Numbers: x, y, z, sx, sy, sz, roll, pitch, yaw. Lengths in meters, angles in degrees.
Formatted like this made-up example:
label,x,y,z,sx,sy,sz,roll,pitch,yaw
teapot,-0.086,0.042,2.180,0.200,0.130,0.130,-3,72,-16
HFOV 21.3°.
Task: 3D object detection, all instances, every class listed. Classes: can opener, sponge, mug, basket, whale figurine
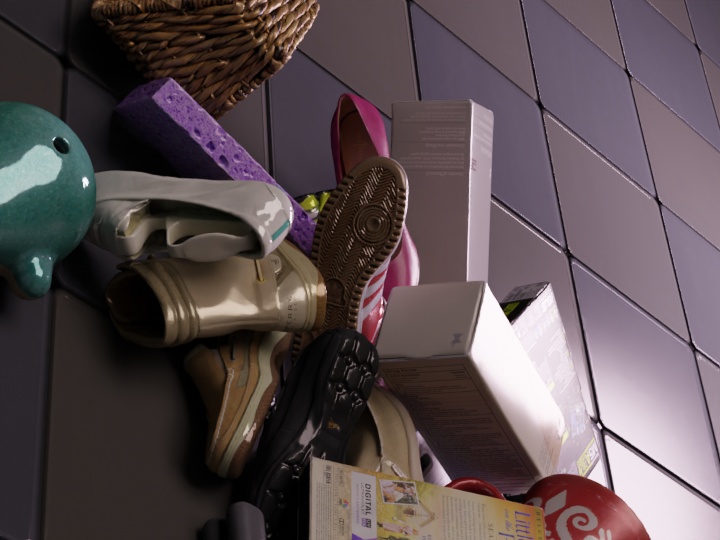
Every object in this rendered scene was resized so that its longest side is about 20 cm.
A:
label,x,y,z,sx,sy,sz,roll,pitch,yaw
can opener,-0.096,0.253,1.372,0.067,0.053,0.201,32,36,-38
sponge,-0.117,-0.082,1.637,0.200,0.111,0.030,46,72,-18
mug,0.118,0.270,1.561,0.200,0.176,0.135,-38,130,-43
basket,-0.132,-0.241,1.702,0.149,0.142,0.200,49,18,-14
whale figurine,-0.265,-0.054,1.375,0.160,0.103,0.200,56,29,-1

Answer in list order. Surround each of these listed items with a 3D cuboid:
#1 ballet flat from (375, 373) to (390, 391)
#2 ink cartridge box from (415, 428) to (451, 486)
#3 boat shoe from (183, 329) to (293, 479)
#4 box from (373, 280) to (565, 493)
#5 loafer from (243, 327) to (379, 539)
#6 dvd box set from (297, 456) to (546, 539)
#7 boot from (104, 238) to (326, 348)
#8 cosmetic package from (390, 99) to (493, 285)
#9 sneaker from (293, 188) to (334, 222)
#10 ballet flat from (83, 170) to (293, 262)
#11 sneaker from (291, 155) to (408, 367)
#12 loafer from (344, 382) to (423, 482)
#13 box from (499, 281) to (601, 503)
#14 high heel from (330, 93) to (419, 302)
label,x,y,z,sx,sy,sz,roll,pitch,yaw
ballet flat,0.013,0.099,1.697,0.071,0.069,0.200,36,29,4
ink cartridge box,0.079,0.241,1.665,0.201,0.047,0.197,54,31,-1
boat shoe,-0.107,0.089,1.526,0.076,0.072,0.201,24,29,-7
box,0.093,0.102,1.610,0.201,0.094,0.078,59,38,-43
loafer,-0.047,0.138,1.509,0.068,0.070,0.202,35,66,-28
dvd box set,0.049,0.225,1.437,0.198,0.029,0.147,14,48,-17
boot,-0.138,0.001,1.536,0.154,0.073,0.200,-9,31,-30
cosmetic package,0.075,-0.055,1.813,0.107,0.089,0.202,7,82,-75
sneaker,-0.017,-0.032,1.788,0.199,0.073,0.082,-7,88,-61
ballet flat,-0.150,-0.036,1.459,0.069,0.198,0.070,1,90,-75
sneaker,0.000,0.000,1.611,0.071,0.202,0.112,20,9,13
loafer,0.009,0.167,1.529,0.068,0.076,0.201,8,41,-33
box,0.164,0.132,1.844,0.200,0.047,0.195,-40,118,-61
high heel,0.003,-0.053,1.682,0.096,0.067,0.202,49,27,-63
